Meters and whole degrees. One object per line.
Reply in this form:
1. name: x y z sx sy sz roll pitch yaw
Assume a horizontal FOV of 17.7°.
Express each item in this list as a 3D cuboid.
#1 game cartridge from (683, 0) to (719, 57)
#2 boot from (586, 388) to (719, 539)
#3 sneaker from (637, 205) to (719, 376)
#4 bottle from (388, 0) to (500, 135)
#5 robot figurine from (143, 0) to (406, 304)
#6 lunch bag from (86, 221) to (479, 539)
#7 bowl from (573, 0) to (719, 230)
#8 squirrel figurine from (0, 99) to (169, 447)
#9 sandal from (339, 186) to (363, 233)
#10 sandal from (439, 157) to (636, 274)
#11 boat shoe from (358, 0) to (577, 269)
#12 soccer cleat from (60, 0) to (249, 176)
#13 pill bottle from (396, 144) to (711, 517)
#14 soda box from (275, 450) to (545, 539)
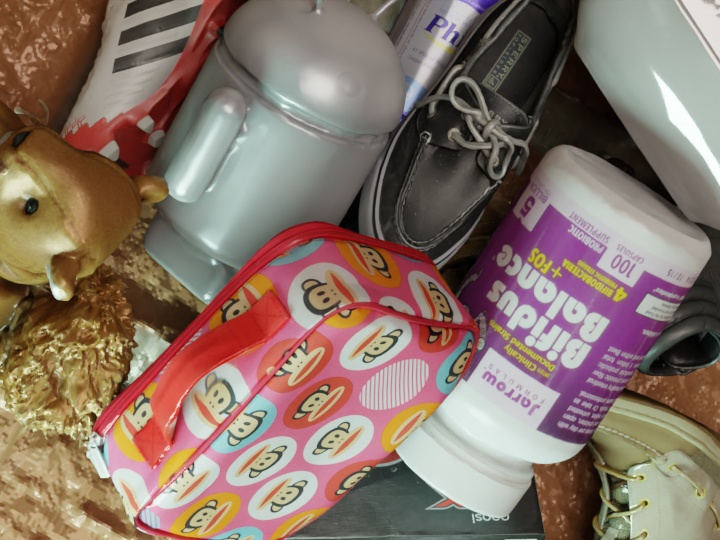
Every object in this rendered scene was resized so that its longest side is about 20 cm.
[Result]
1. game cartridge: 0.230 -0.178 1.457 0.133 0.042 0.201 -23 96 10
2. boot: 0.163 0.157 1.448 0.200 0.072 0.155 29 87 -44
3. sneaker: 0.212 0.009 1.441 0.199 0.071 0.099 -17 69 -41
4. bottle: 0.069 -0.153 1.421 0.083 0.065 0.201 30 84 -16
5. robot figurine: -0.048 -0.077 1.320 0.113 0.169 0.200 38 113 17
6. lunch bag: -0.048 0.066 1.260 0.200 0.082 0.176 -45 150 20
7. bowl: 0.193 -0.111 1.356 0.074 0.200 0.200 -32 97 17
8. squirrel figurine: -0.179 -0.009 1.276 0.142 0.186 0.201 -46 119 -38
9. sandal: 0.000 0.001 1.386 0.200 0.048 0.075 -43 116 10
10. sandal: 0.086 -0.013 1.430 0.200 0.082 0.055 -40 94 -11
11. boat shoe: 0.068 -0.082 1.333 0.074 0.068 0.200 39 69 -8
12. soccer cleat: -0.129 -0.121 1.364 0.200 0.085 0.069 -51 151 10
13. pill bottle: 0.104 0.038 1.330 0.112 0.112 0.201 28 104 -18
14. soda box: 0.006 0.151 1.395 0.199 0.071 0.064 0 139 -10
